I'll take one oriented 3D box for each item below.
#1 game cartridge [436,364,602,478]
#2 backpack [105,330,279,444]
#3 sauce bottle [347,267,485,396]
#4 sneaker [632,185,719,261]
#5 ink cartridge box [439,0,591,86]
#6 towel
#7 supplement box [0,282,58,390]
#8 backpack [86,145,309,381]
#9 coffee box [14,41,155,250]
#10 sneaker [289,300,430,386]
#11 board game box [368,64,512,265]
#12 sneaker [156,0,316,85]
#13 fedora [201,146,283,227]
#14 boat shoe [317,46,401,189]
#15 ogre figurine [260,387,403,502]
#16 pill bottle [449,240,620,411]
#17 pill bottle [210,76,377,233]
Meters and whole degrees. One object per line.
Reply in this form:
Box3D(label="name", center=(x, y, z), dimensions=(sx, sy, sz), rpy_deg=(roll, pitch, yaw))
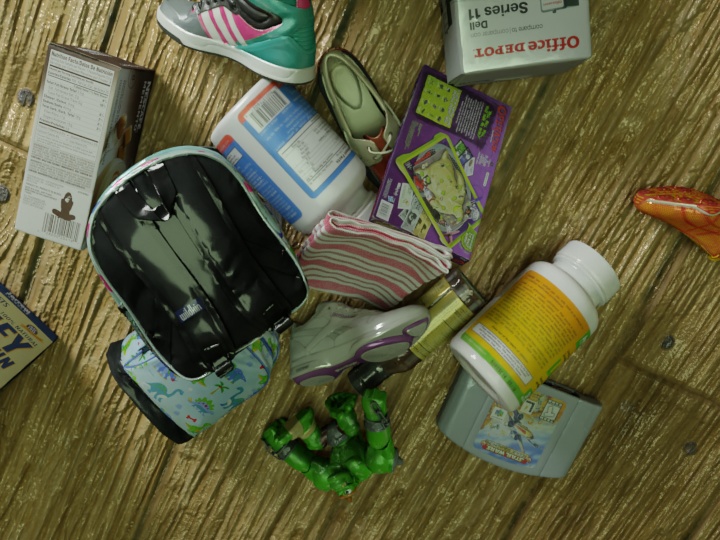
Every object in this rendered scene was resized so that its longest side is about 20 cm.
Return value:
Box3D(label="game cartridge", center=(0.210, 0.201, 0.858), dimensions=(0.197, 0.042, 0.135), rpy_deg=(21, 101, -6))
Box3D(label="backpack", center=(-0.189, 0.107, 0.781), dimensions=(0.199, 0.154, 0.164), rpy_deg=(-36, 110, -4))
Box3D(label="sauce bottle", center=(0.067, 0.082, 0.808), dimensions=(0.199, 0.065, 0.065), rpy_deg=(-41, 102, 12))
Box3D(label="sneaker", center=(0.423, -0.051, 0.771), dimensions=(0.197, 0.073, 0.078), rpy_deg=(16, 115, -2))
Box3D(label="ink cartridge box", center=(0.158, -0.311, 0.675), dimensions=(0.144, 0.083, 0.204), rpy_deg=(-8, 99, 0))
Box3D(label="towel", center=(0.000, 0.000, 0.720), dimensions=(0.144, 0.200, 0.030), rpy_deg=(17, 66, -15))
Box3D(label="supplement box", center=(-0.506, 0.130, 0.745), dimensions=(0.199, 0.200, 0.134), rpy_deg=(-41, 104, 9))
Box3D(label="backpack", center=(-0.166, -0.021, 0.637), dimensions=(0.176, 0.151, 0.201), rpy_deg=(-34, 116, -4))
Box3D(label="coffee box", center=(-0.307, -0.140, 0.716), dimensions=(0.078, 0.115, 0.203), rpy_deg=(17, 104, -5))
Box3D(label="sneaker", center=(-0.011, 0.069, 0.776), dimensions=(0.198, 0.075, 0.101), rpy_deg=(-23, 61, 22))
Box3D(label="board game box", center=(0.092, -0.120, 0.713), dimensions=(0.118, 0.032, 0.203), rpy_deg=(21, 71, -5))
Box3D(label="sneaker", center=(-0.128, -0.283, 0.659), dimensions=(0.198, 0.084, 0.122), rpy_deg=(24, 127, 15))
Box3D(label="fedora", center=(-0.194, -0.053, 0.752), dimensions=(0.196, 0.090, 0.180), rpy_deg=(3, 106, -2))
Box3D(label="boat shoe", center=(0.014, -0.164, 0.738), dimensions=(0.071, 0.063, 0.202), rpy_deg=(-30, 105, 6))
Box3D(label="ogre figurine", center=(-0.027, 0.226, 0.828), dimensions=(0.198, 0.098, 0.121), rpy_deg=(-32, 106, 11))
Box3D(label="pill bottle", center=(0.213, 0.062, 0.768), dimensions=(0.200, 0.111, 0.111), rpy_deg=(-43, 103, -5))
Box3D(label="pill bottle", center=(-0.064, -0.114, 0.726), dimensions=(0.112, 0.112, 0.200), rpy_deg=(-41, 102, 10))
